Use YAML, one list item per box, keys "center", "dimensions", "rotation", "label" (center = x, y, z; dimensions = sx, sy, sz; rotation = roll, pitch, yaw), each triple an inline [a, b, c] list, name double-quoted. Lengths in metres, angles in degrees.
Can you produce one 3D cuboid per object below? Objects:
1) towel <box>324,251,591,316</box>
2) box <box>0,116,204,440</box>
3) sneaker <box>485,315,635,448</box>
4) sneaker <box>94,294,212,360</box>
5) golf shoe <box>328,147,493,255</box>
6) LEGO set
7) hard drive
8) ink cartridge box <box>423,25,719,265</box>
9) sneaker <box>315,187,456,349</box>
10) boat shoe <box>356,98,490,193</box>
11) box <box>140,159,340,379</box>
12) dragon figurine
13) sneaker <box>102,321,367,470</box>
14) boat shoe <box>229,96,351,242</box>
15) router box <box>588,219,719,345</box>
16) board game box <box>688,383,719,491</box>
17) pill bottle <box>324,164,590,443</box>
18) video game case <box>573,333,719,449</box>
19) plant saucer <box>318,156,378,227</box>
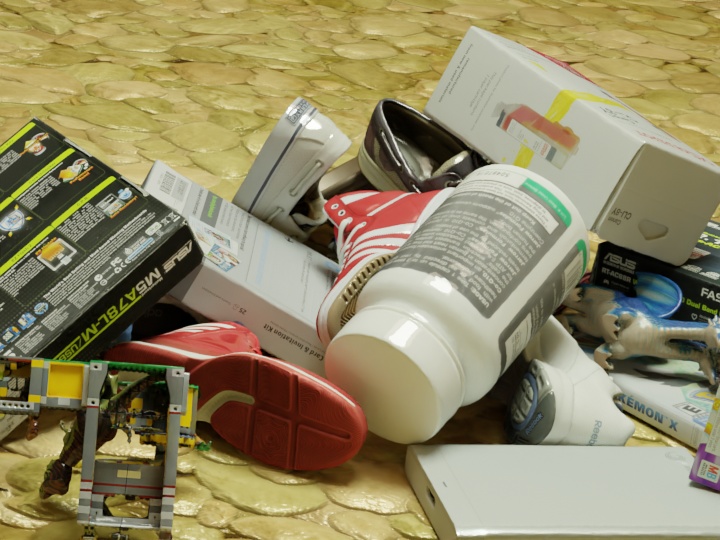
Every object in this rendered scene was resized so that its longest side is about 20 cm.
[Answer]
- center: [0.083, 0.000, 1.841]
  dimensions: [0.199, 0.023, 0.144]
  rotation: [15, 21, 22]
  label: "towel"
- center: [-0.241, 0.001, 1.517]
  dimensions: [0.200, 0.048, 0.193]
  rotation: [-43, 46, -18]
  label: "box"
- center: [0.143, 0.084, 1.587]
  dimensions: [0.087, 0.075, 0.200]
  rotation: [18, 22, -14]
  label: "sneaker"
- center: [-0.205, 0.029, 1.583]
  dimensions: [0.199, 0.075, 0.090]
  rotation: [-3, 17, -23]
  label: "sneaker"
- center: [0.072, -0.042, 1.816]
  dimensions: [0.200, 0.095, 0.078]
  rotation: [-28, 7, -16]
  label: "golf shoe"
- center: [-0.186, 0.119, 1.349]
  dimensions: [0.199, 0.116, 0.154]
  rotation: [6, -10, -14]
  label: "LEGO set"
- center: [0.141, 0.153, 1.438]
  dimensions: [0.199, 0.026, 0.132]
  rotation: [1, 21, -14]
  label: "hard drive"
- center: [0.171, -0.098, 1.699]
  dimensions: [0.145, 0.084, 0.200]
  rotation: [14, 20, -50]
  label: "ink cartridge box"
- center: [0.000, 0.000, 1.614]
  dimensions: [0.112, 0.071, 0.200]
  rotation: [3, 30, 37]
  label: "sneaker"
- center: [0.074, -0.065, 1.700]
  dimensions: [0.072, 0.065, 0.200]
  rotation: [-31, 54, -27]
  label: "boat shoe"
- center: [-0.085, 0.002, 1.640]
  dimensions: [0.200, 0.041, 0.156]
  rotation: [29, 18, -9]
  label: "box"
- center: [0.209, 0.036, 1.666]
  dimensions: [0.099, 0.059, 0.200]
  rotation: [-3, 23, -29]
  label: "dragon figurine"
- center: [-0.069, 0.072, 1.511]
  dimensions: [0.199, 0.079, 0.115]
  rotation: [17, 23, 22]
  label: "sneaker"
- center: [-0.061, -0.052, 1.733]
  dimensions: [0.070, 0.200, 0.071]
  rotation: [34, 44, 2]
  label: "boat shoe"
- center: [0.305, 0.021, 1.738]
  dimensions: [0.200, 0.062, 0.150]
  rotation: [22, 23, 36]
  label: "router box"
- center: [0.337, 0.117, 1.450]
  dimensions: [0.199, 0.105, 0.103]
  rotation: [21, 19, 16]
  label: "board game box"
- center: [0.067, 0.023, 1.518]
  dimensions: [0.113, 0.113, 0.200]
  rotation: [18, 45, 28]
  label: "pill bottle"
- center: [0.270, 0.081, 1.683]
  dimensions: [0.199, 0.022, 0.182]
  rotation: [-10, 26, -38]
  label: "video game case"
- center: [-0.008, -0.074, 1.862]
  dimensions: [0.200, 0.030, 0.200]
  rotation: [-29, 7, 4]
  label: "plant saucer"
